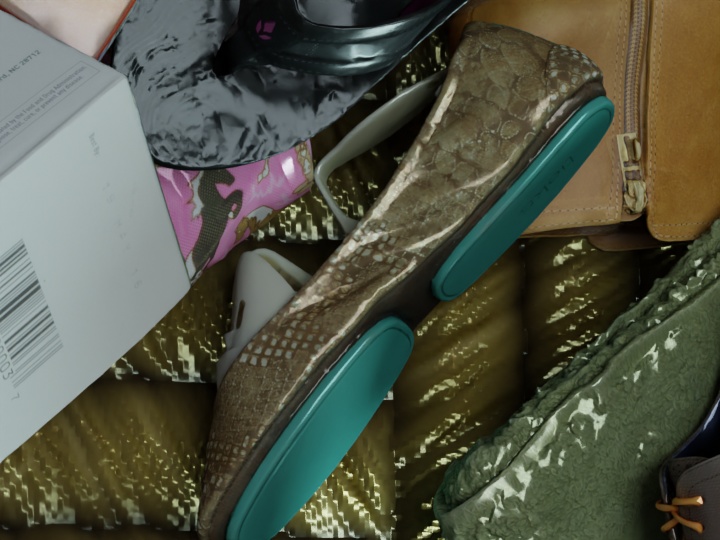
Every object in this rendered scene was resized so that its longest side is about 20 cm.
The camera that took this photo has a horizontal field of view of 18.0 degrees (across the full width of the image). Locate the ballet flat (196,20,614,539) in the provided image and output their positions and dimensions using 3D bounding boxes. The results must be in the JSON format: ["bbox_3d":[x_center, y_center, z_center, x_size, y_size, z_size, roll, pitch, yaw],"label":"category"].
[{"bbox_3d":[0.000,0.000,0.744,0.065,0.071,0.200,38,83,18],"label":"ballet flat"}]

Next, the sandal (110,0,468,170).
[{"bbox_3d":[0.011,-0.100,0.667,0.200,0.048,0.075,-33,93,-6],"label":"sandal"}]

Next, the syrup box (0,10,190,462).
[{"bbox_3d":[-0.147,-0.037,0.618,0.081,0.200,0.079,-43,142,-27],"label":"syrup box"}]

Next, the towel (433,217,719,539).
[{"bbox_3d":[0.125,0.071,0.790,0.200,0.036,0.149,-41,110,-23],"label":"towel"}]

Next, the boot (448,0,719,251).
[{"bbox_3d":[0.123,-0.082,0.821,0.200,0.071,0.145,-10,90,-21],"label":"boot"}]

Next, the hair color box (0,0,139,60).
[{"bbox_3d":[-0.068,-0.166,0.631,0.111,0.064,0.200,32,86,-8],"label":"hair color box"}]

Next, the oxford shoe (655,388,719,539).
[{"bbox_3d":[0.118,0.098,0.734,0.073,0.071,0.201,30,69,-19],"label":"oxford shoe"}]

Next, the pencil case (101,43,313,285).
[{"bbox_3d":[-0.107,-0.008,0.694,0.200,0.083,0.087,-38,122,-25],"label":"pencil case"}]
